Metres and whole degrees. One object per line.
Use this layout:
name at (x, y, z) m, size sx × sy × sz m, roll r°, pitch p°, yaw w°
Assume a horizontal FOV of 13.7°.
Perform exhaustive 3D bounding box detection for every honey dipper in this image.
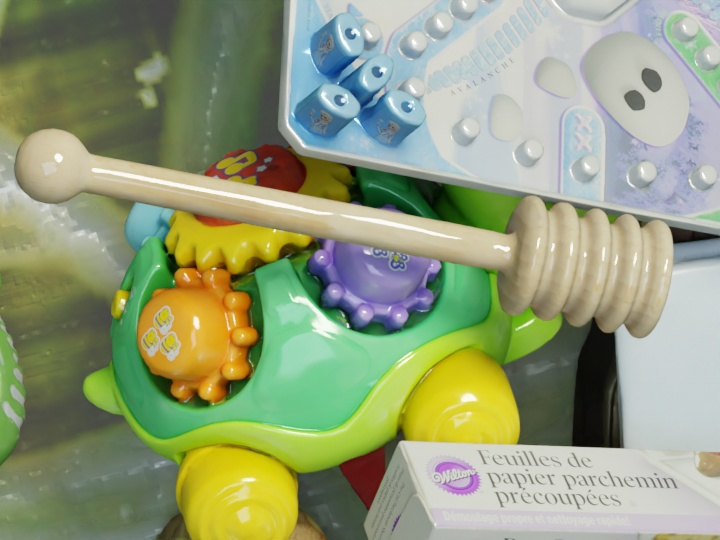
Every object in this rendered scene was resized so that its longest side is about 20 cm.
honey dipper at (-0.005, -0.016, 0.903) m, size 0.200 × 0.038 × 0.038 m, roll 12°, pitch 99°, yaw -11°

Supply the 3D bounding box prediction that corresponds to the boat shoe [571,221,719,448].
boat shoe at (0.115, -0.001, 1.028) m, size 0.067 × 0.072 × 0.200 m, roll 2°, pitch 106°, yaw -7°

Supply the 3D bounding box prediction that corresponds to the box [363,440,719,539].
box at (0.101, 0.083, 0.957) m, size 0.200 × 0.039 × 0.041 m, roll 4°, pitch 129°, yaw -24°

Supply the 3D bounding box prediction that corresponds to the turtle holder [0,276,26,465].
turtle holder at (-0.206, 0.064, 1.010) m, size 0.185 × 0.141 × 0.132 m, roll -39°, pitch 78°, yaw 15°

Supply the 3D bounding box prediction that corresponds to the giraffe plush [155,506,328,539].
giraffe plush at (-0.017, 0.193, 1.022) m, size 0.162 × 0.173 × 0.200 m, roll 25°, pitch 105°, yaw -11°

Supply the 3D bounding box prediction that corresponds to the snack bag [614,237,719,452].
snack bag at (0.176, 0.074, 1.025) m, size 0.188 × 0.021 × 0.200 m, roll -9°, pitch 114°, yaw -12°

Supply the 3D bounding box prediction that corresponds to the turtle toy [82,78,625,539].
turtle toy at (0.000, 0.000, 0.981) m, size 0.200 × 0.146 × 0.101 m, roll -21°, pitch 120°, yaw 3°

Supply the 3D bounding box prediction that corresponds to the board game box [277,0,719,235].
board game box at (0.076, -0.117, 0.953) m, size 0.200 × 0.026 × 0.200 m, roll 10°, pitch 68°, yaw -20°

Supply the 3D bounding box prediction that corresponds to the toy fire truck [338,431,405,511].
toy fire truck at (0.039, 0.124, 0.977) m, size 0.049 × 0.200 × 0.141 m, roll -29°, pitch 97°, yaw 12°
